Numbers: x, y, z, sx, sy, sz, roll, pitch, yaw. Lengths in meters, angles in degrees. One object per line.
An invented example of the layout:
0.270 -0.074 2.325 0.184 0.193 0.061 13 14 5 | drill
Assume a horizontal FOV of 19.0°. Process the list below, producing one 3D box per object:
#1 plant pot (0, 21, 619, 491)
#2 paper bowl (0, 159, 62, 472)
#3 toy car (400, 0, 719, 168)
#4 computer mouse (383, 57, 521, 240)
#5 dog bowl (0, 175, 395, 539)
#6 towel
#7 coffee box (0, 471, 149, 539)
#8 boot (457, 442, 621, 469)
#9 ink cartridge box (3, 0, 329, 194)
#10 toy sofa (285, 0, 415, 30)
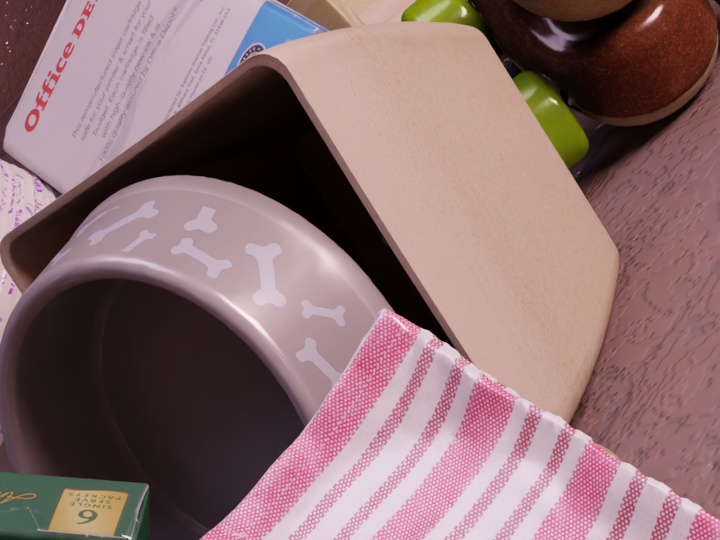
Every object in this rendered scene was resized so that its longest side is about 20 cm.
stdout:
0.000 0.000 0.959 0.199 0.201 0.177 -30 5 41 | plant pot
-0.213 0.043 1.184 0.201 0.104 0.202 -47 28 33 | paper bowl
0.097 -0.174 1.057 0.164 0.200 0.158 -38 55 -3 | toy car
0.062 -0.064 1.197 0.200 0.053 0.139 -48 -2 -38 | computer mouse
-0.066 0.065 0.884 0.200 0.201 0.059 -30 4 41 | dog bowl
0.029 0.108 0.726 0.147 0.030 0.200 -50 46 -9 | towel
-0.138 0.168 0.799 0.122 0.202 0.044 3 25 5 | coffee box
0.018 0.161 0.761 0.199 0.072 0.167 -32 33 26 | boot
-0.086 -0.083 1.147 0.200 0.084 0.147 35 100 46 | ink cartridge box
0.032 -0.163 1.324 0.200 0.098 0.083 -45 2 -42 | toy sofa
